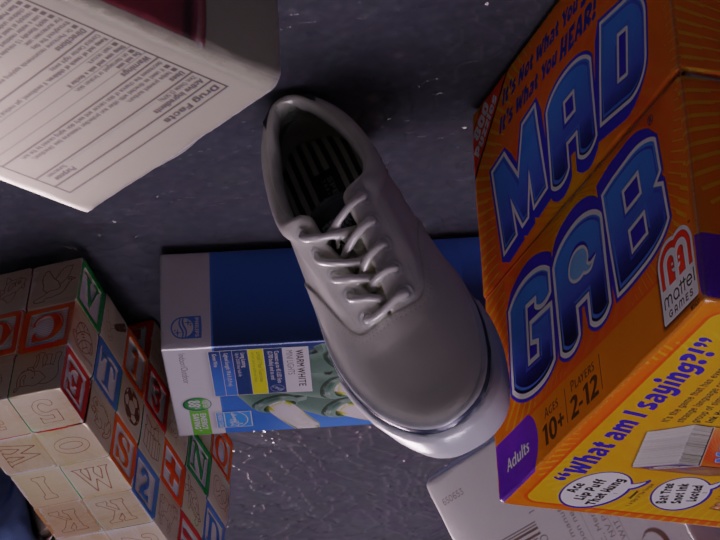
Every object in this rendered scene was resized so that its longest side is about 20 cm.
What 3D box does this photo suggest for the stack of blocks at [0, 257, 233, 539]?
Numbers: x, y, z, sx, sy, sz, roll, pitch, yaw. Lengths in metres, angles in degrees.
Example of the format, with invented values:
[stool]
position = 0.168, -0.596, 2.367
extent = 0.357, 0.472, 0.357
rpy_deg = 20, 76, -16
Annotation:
[stack of blocks]
position = -0.134, 0.083, 1.327
extent = 0.058, 0.115, 0.200
rpy_deg = -12, 136, 16

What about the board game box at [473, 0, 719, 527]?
[board game box]
position = 0.181, -0.018, 1.077
extent = 0.199, 0.200, 0.200
rpy_deg = 8, 150, -19

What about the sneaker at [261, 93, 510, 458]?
[sneaker]
position = 0.000, 0.000, 1.111
extent = 0.073, 0.200, 0.071
rpy_deg = -36, 138, 4

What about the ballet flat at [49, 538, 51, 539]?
[ballet flat]
position = -0.184, 0.140, 1.483
extent = 0.200, 0.072, 0.072
rpy_deg = -21, 147, 30

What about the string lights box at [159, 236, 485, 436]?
[string lights box]
position = 0.000, 0.033, 1.307
extent = 0.200, 0.059, 0.103
rpy_deg = -3, 151, 1

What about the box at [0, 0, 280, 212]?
[box]
position = -0.145, -0.121, 0.955
extent = 0.200, 0.109, 0.128
rpy_deg = 21, 144, -38

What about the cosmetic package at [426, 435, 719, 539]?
[cosmetic package]
position = 0.180, 0.125, 1.309
extent = 0.200, 0.168, 0.166
rpy_deg = -19, 167, -41

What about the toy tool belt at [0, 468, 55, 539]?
[toy tool belt]
position = -0.205, 0.149, 1.369
extent = 0.125, 0.200, 0.123
rpy_deg = -13, 158, -27
